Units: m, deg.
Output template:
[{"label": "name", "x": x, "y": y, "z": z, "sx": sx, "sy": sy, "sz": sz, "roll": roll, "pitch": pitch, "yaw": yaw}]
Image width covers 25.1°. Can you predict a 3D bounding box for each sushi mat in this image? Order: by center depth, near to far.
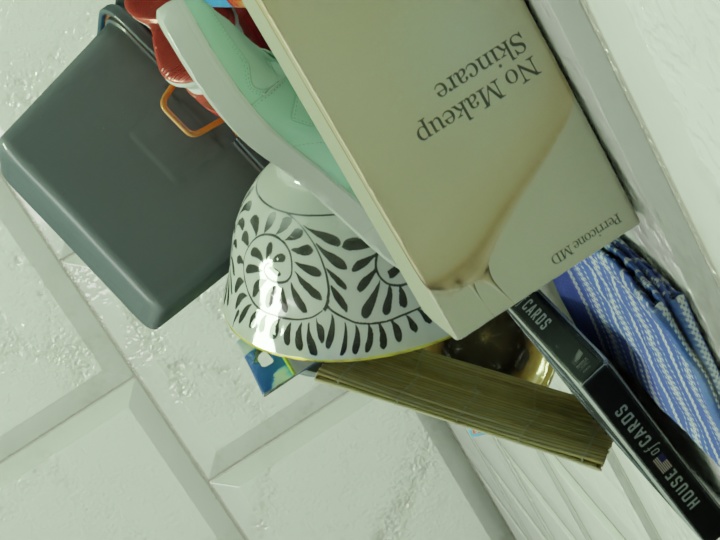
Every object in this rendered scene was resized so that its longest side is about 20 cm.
[{"label": "sushi mat", "x": 0.072, "y": 0.083, "z": 1.072, "sx": 0.198, "sy": 0.012, "sz": 0.096, "roll": 17, "pitch": -161, "yaw": 10}]

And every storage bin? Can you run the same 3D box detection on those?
[{"label": "storage bin", "x": -0.142, "y": -0.065, "z": 1.087, "sx": 0.200, "sy": 0.134, "sz": 0.146, "roll": 45, "pitch": 163, "yaw": 0}]

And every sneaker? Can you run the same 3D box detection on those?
[{"label": "sneaker", "x": -0.003, "y": -0.098, "z": 0.806, "sx": 0.200, "sy": 0.118, "sz": 0.074, "roll": 38, "pitch": -169, "yaw": -33}, {"label": "sneaker", "x": -0.086, "y": -0.143, "z": 1.039, "sx": 0.116, "sy": 0.078, "sz": 0.201, "roll": 48, "pitch": -161, "yaw": -37}]

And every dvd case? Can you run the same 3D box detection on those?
[{"label": "dvd case", "x": 0.136, "y": 0.064, "z": 0.978, "sx": 0.151, "sy": 0.025, "sz": 0.200, "roll": 49, "pitch": -178, "yaw": -29}]

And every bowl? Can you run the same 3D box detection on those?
[{"label": "bowl", "x": 0.003, "y": -0.039, "z": 0.968, "sx": 0.201, "sy": 0.199, "sz": 0.095, "roll": -126, "pitch": 20, "yaw": -59}]

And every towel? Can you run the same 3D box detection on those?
[{"label": "towel", "x": 0.135, "y": 0.027, "z": 0.835, "sx": 0.145, "sy": 0.024, "sz": 0.200, "roll": 59, "pitch": 177, "yaw": -30}]

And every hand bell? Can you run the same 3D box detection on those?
[{"label": "hand bell", "x": 0.095, "y": 0.034, "z": 1.267, "sx": 0.105, "sy": 0.103, "sz": 0.200, "roll": 59, "pitch": -170, "yaw": -13}]

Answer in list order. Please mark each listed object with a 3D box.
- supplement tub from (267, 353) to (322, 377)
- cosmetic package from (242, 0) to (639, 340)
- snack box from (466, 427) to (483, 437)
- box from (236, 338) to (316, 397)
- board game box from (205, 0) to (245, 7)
[{"label": "supplement tub", "x": -0.006, "y": 0.010, "z": 1.306, "sx": 0.123, "sy": 0.122, "sz": 0.200, "roll": 58, "pitch": 153, "yaw": 0}, {"label": "cosmetic package", "x": 0.028, "y": -0.084, "z": 0.717, "sx": 0.201, "sy": 0.103, "sz": 0.073, "roll": 58, "pitch": 177, "yaw": -14}, {"label": "snack box", "x": 0.086, "y": 0.052, "z": 1.427, "sx": 0.200, "sy": 0.037, "sz": 0.117, "roll": 62, "pitch": -161, "yaw": -55}, {"label": "box", "x": 0.000, "y": 0.000, "z": 1.107, "sx": 0.048, "sy": 0.199, "sz": 0.122, "roll": 61, "pitch": 176, "yaw": -19}, {"label": "board game box", "x": -0.074, "y": -0.235, "z": 0.841, "sx": 0.195, "sy": 0.056, "sz": 0.201, "roll": 16, "pitch": 141, "yaw": 60}]
